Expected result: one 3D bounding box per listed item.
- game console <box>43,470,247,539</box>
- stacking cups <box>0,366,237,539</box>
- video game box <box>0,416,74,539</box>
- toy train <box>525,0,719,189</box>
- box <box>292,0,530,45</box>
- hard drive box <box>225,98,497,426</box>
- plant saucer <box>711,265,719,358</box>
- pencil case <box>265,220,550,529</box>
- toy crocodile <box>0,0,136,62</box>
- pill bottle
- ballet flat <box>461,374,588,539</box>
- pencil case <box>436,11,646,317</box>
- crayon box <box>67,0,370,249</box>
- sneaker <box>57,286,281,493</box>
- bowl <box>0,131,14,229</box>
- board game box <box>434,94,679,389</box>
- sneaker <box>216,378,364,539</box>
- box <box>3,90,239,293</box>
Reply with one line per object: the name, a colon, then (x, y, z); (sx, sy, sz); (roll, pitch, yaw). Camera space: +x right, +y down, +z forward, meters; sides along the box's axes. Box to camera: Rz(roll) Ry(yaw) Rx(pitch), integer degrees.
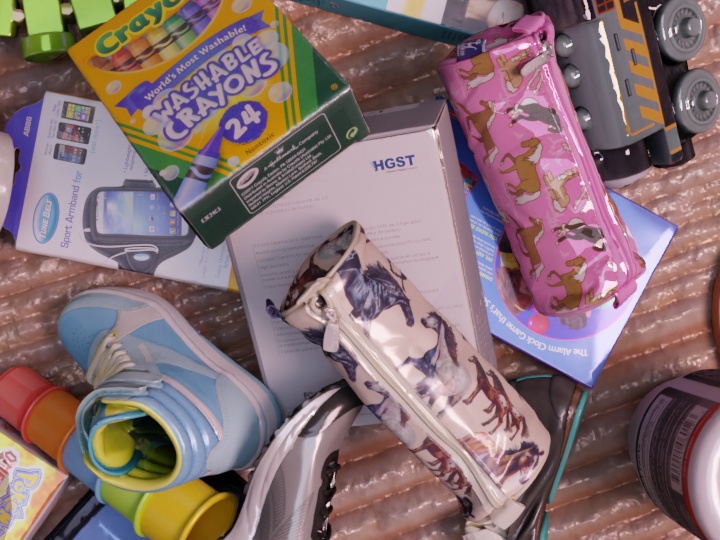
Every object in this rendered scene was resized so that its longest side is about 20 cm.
game console: (-0.145, 0.235, 0.800); (0.172, 0.119, 0.200); (43, 89, -6)
stacking cups: (-0.180, 0.135, 0.805); (0.200, 0.060, 0.061); (27, 89, 26)
video game box: (-0.337, 0.177, 0.837); (0.182, 0.047, 0.200); (34, 90, -3)
toy train: (0.180, -0.157, 0.799); (0.114, 0.085, 0.201); (-26, 110, -26)
box: (0.051, -0.217, 0.841); (0.199, 0.049, 0.083); (15, 90, -1)
hard drive box: (0.000, 0.000, 0.780); (0.155, 0.077, 0.201); (-7, 110, 13)
plant saucer: (0.365, 0.031, 0.854); (0.199, 0.032, 0.201); (0, 90, -2)
pencil case: (0.034, 0.067, 0.709); (0.078, 0.090, 0.200); (-37, 101, 31)
toy crocodile: (-0.189, -0.193, 0.837); (0.199, 0.062, 0.068); (-10, 91, -5)
pill bottle: (0.250, 0.126, 0.767); (0.115, 0.200, 0.116); (0, 89, 0)
ballet flat: (0.114, 0.170, 0.833); (0.068, 0.068, 0.201); (12, 95, 14)
pencil case: (0.122, -0.068, 0.769); (0.082, 0.087, 0.201); (-22, 100, 8)
crayon box: (-0.102, -0.125, 0.736); (0.126, 0.052, 0.200); (-37, 57, -4)
sneaker: (-0.161, 0.075, 0.769); (0.200, 0.130, 0.080); (28, 111, 27)
bowl: (-0.301, -0.065, 0.784); (0.107, 0.200, 0.201); (10, 90, -30)
board game box: (0.111, -0.020, 0.843); (0.199, 0.045, 0.135); (29, 90, -1)
sneaker: (-0.042, 0.163, 0.746); (0.079, 0.074, 0.201); (27, 91, 13)
box: (-0.165, -0.058, 0.843); (0.199, 0.041, 0.120); (11, 90, 2)
